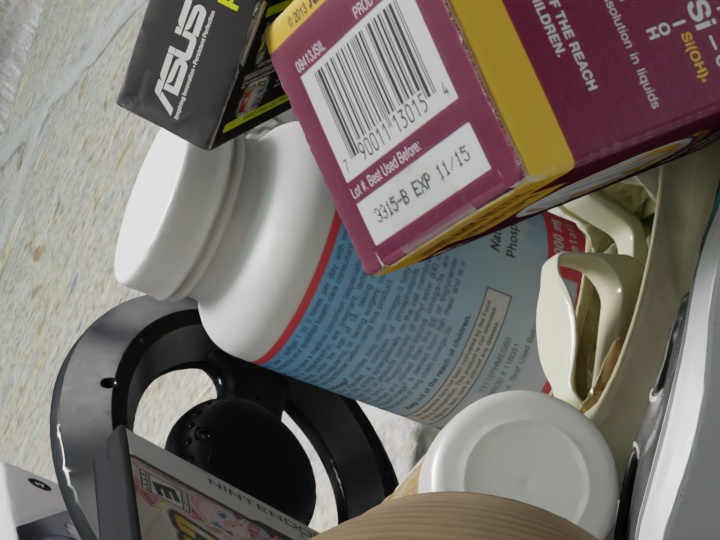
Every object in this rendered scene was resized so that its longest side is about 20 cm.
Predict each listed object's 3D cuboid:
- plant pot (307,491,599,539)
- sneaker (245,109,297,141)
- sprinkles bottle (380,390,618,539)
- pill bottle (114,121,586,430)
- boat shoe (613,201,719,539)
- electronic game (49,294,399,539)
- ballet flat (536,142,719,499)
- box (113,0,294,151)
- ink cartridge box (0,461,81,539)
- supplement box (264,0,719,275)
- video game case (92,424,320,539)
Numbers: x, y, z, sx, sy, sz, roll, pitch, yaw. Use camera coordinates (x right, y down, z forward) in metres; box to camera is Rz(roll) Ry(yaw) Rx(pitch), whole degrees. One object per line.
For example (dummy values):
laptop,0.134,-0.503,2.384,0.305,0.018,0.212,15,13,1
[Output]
plant pot,0.032,0.137,0.686,0.201,0.201,0.093,-49,20,48
sneaker,-0.008,-0.076,1.058,0.074,0.200,0.118,-30,28,22
sprinkles bottle,0.046,0.098,0.818,0.200,0.068,0.068,114,172,-74
pill bottle,0.000,0.000,0.922,0.109,0.200,0.109,-55,23,37
boat shoe,0.131,0.031,0.723,0.057,0.069,0.200,-161,90,-73
electronic game,-0.057,0.098,0.987,0.042,0.200,0.200,-41,31,37
ballet flat,0.106,-0.008,0.842,0.069,0.069,0.200,-41,33,57
box,-0.009,-0.145,0.822,0.200,0.044,0.160,-37,-27,-61
ink cartridge box,-0.083,0.172,0.980,0.041,0.200,0.200,-61,19,7
supplement box,0.088,-0.087,0.736,0.103,0.200,0.131,66,154,5
video game case,-0.022,0.154,0.846,0.026,0.181,0.200,-54,21,13
